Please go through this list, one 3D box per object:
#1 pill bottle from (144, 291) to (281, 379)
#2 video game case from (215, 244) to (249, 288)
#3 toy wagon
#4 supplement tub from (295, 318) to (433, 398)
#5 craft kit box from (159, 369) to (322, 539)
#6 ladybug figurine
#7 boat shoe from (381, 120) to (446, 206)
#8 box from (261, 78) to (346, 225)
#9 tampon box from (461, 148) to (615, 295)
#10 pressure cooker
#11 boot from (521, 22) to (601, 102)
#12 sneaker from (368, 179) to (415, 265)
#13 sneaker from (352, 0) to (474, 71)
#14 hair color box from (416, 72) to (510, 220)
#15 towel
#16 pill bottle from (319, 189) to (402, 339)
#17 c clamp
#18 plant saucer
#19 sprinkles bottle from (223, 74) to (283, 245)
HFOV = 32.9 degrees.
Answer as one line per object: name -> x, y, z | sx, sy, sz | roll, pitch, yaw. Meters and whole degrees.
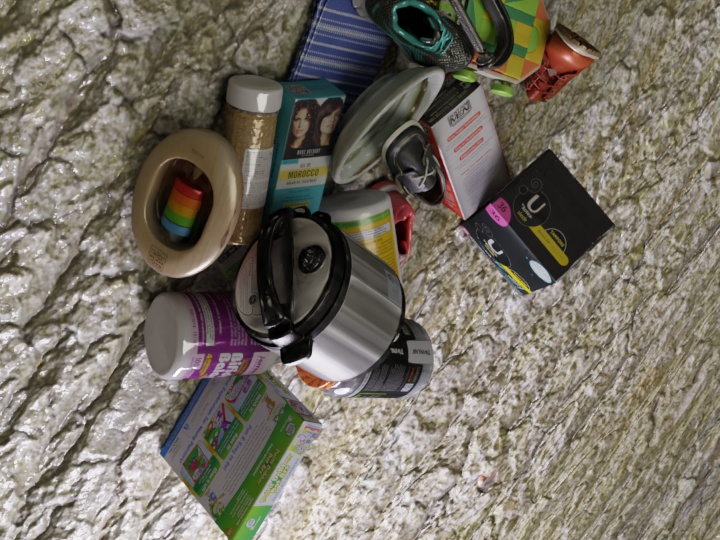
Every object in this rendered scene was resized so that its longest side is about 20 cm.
pill bottle -> -0.174, 0.083, 1.600 | 0.198, 0.112, 0.114 | 0, 121, -35
video game case -> -0.130, -0.043, 1.631 | 0.143, 0.018, 0.201 | -40, 139, -13
toy wagon -> 0.167, -0.328, 1.628 | 0.198, 0.039, 0.158 | 14, 91, -33
supplement tub -> 0.005, 0.127, 1.806 | 0.198, 0.122, 0.124 | 7, 116, -46
craft kit box -> -0.168, 0.231, 1.667 | 0.048, 0.197, 0.201 | 19, 107, -47
ladybug figurine -> -0.203, -0.082, 1.459 | 0.201, 0.135, 0.072 | -60, 170, 27
boat shoe -> 0.079, -0.144, 1.663 | 0.072, 0.068, 0.200 | -42, 159, -4
box -> -0.083, -0.139, 1.544 | 0.081, 0.049, 0.202 | -11, 128, -38
tampon box -> 0.259, -0.065, 1.804 | 0.126, 0.150, 0.200 | -42, 179, -10
pressure cooker -> -0.060, 0.026, 1.497 | 0.180, 0.175, 0.199 | -55, 137, 1
boot -> 0.277, -0.283, 1.711 | 0.108, 0.075, 0.200 | -54, 179, 5
sneaker -> 0.028, -0.023, 1.738 | 0.073, 0.087, 0.202 | -10, 127, -36
sneaker -> 0.078, -0.296, 1.518 | 0.199, 0.091, 0.078 | 23, 105, -39
hair color box -> 0.143, -0.178, 1.746 | 0.101, 0.061, 0.201 | -40, 140, -13
towel -> -0.033, -0.260, 1.555 | 0.144, 0.024, 0.202 | 0, 121, -46
pill bottle -> 0.000, 0.000, 1.665 | 0.110, 0.111, 0.203 | -19, 111, -31
c clamp -> 0.134, -0.332, 1.537 | 0.201, 0.027, 0.172 | 52, 40, -30
plant saucer -> 0.024, -0.200, 1.576 | 0.200, 0.050, 0.200 | -44, 171, -9
sprinkles bottle -> -0.141, -0.134, 1.494 | 0.068, 0.068, 0.203 | -9, 119, -38
